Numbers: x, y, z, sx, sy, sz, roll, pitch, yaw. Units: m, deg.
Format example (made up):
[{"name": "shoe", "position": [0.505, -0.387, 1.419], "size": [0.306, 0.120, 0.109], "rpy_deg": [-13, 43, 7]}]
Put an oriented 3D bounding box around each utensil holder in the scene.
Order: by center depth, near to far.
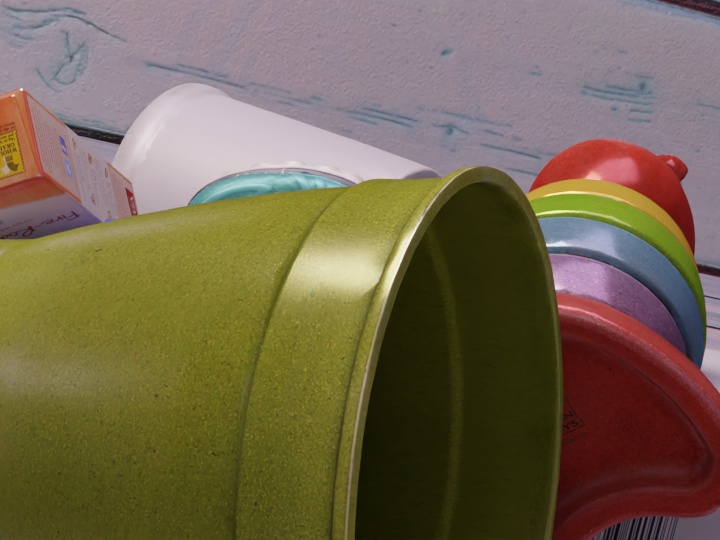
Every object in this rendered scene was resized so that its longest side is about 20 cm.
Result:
[{"name": "utensil holder", "position": [-0.058, -0.025, 1.498], "size": [0.199, 0.171, 0.170], "rpy_deg": [20, 8, 27]}]

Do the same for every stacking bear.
[{"name": "stacking bear", "position": [0.094, 0.014, 0.874], "size": [0.121, 0.114, 0.200], "rpy_deg": [-27, 19, 26]}]

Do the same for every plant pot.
[{"name": "plant pot", "position": [-0.052, 0.061, 0.720], "size": [0.192, 0.202, 0.200], "rpy_deg": [4, 2, 22]}]

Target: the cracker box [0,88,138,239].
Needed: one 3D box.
[{"name": "cracker box", "position": [-0.218, -0.034, 1.235], "size": [0.133, 0.058, 0.200], "rpy_deg": [-17, -15, 8]}]

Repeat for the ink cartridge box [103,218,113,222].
[{"name": "ink cartridge box", "position": [-0.089, -0.007, 1.259], "size": [0.094, 0.037, 0.200], "rpy_deg": [9, 4, 19]}]

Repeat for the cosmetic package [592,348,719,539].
[{"name": "cosmetic package", "position": [0.177, 0.112, 0.983], "size": [0.199, 0.124, 0.200], "rpy_deg": [19, 7, 41]}]

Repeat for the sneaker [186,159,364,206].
[{"name": "sneaker", "position": [0.000, 0.000, 1.040], "size": [0.199, 0.078, 0.080], "rpy_deg": [18, 17, 15]}]
